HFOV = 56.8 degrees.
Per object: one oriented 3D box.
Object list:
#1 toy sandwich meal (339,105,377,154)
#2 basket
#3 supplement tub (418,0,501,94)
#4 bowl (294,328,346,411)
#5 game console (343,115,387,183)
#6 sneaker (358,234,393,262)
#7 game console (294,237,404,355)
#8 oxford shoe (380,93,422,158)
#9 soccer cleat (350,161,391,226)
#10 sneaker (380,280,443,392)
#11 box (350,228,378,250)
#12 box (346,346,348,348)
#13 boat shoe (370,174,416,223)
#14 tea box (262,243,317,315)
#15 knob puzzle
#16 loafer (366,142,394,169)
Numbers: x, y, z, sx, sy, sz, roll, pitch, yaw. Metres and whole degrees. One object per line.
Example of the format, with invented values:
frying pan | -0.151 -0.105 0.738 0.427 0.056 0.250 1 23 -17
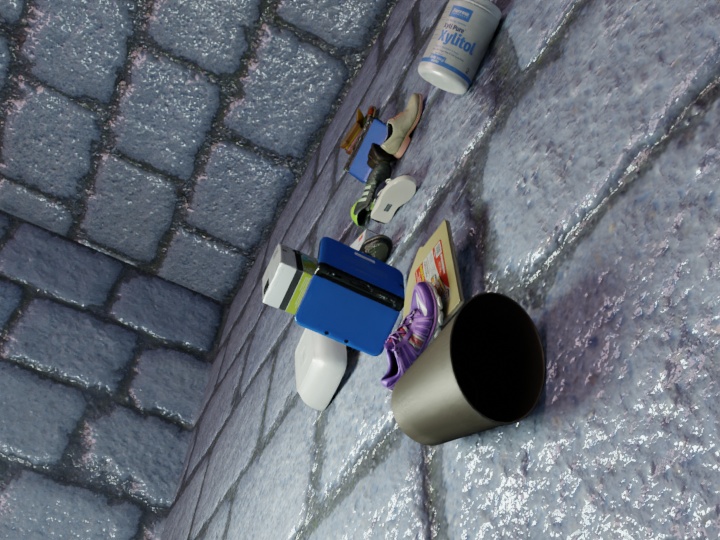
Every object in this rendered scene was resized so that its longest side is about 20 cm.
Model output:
toy sandwich meal | -0.008 -0.527 2.479 0.206 0.070 0.206 -57 18 29
basket | 0.131 0.152 0.892 0.200 0.135 0.181 -53 16 51
supplement tub | 0.232 -0.532 1.568 0.201 0.131 0.132 -65 15 5
bowl | -0.103 0.208 1.596 0.201 0.074 0.200 -98 27 -46
game console | 0.041 -0.397 2.221 0.201 0.118 0.171 -62 -15 13
sneaker | 0.000 0.000 1.597 0.199 0.076 0.114 -36 23 25
game console | -0.020 0.051 1.380 0.119 0.199 0.171 -56 18 31
oxford shoe | 0.119 -0.422 1.887 0.201 0.073 0.071 -69 16 -12
soccer cleat | 0.038 -0.213 1.894 0.201 0.067 0.081 -59 34 27
sneaker | 0.084 0.114 1.141 0.081 0.083 0.201 -174 98 -70
box | -0.021 0.009 1.780 0.156 0.041 0.201 -44 27 51
box | -0.004 0.115 1.564 0.200 0.041 0.120 -34 35 67
boat shoe | 0.082 -0.207 1.686 0.200 0.074 0.093 135 147 -54
tea box | -0.174 0.039 1.950 0.134 0.196 0.200 -63 16 13
knob puzzle | 0.132 0.039 1.216 0.219 0.030 0.221 -170 90 -70
loafer | 0.057 -0.331 1.991 0.200 0.073 0.072 -92 23 -75
